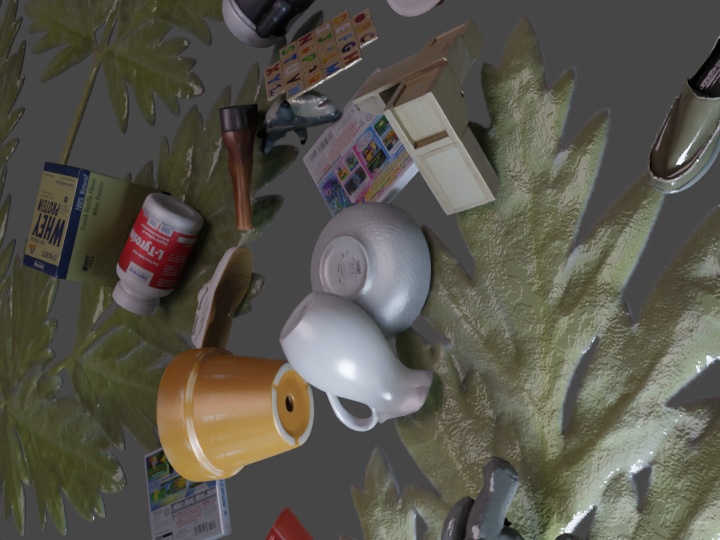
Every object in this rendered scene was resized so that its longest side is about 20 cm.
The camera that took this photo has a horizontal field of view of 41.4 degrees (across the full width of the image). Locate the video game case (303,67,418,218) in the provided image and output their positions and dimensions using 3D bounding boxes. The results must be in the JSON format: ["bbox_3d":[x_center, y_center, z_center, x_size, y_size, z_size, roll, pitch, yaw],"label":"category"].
[{"bbox_3d":[0.008,-0.176,1.450,0.200,0.024,0.183,-47,54,26],"label":"video game case"}]

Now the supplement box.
[{"bbox_3d":[-0.493,-0.078,1.782,0.133,0.198,0.203,13,90,43],"label":"supplement box"}]

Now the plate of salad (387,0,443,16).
[{"bbox_3d":[0.101,-0.474,1.408,0.199,0.048,0.204,-13,74,52],"label":"plate of salad"}]

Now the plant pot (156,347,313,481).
[{"bbox_3d":[-0.177,0.211,1.444,0.181,0.200,0.204,-9,74,25],"label":"plant pot"}]

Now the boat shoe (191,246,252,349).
[{"bbox_3d":[-0.244,0.045,1.609,0.069,0.070,0.203,31,104,40],"label":"boat shoe"}]

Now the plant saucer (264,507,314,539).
[{"bbox_3d":[-0.112,0.494,1.414,0.199,0.036,0.202,40,108,41],"label":"plant saucer"}]

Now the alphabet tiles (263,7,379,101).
[{"bbox_3d":[-0.065,-0.338,1.490,0.198,0.006,0.168,-27,38,13],"label":"alphabet tiles"}]

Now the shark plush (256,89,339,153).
[{"bbox_3d":[-0.116,-0.230,1.537,0.199,0.083,0.091,-38,22,41],"label":"shark plush"}]

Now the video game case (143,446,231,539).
[{"bbox_3d":[-0.299,0.379,1.625,0.199,0.022,0.185,-29,63,37],"label":"video game case"}]

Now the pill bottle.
[{"bbox_3d":[-0.370,-0.027,1.716,0.112,0.111,0.202,39,108,41],"label":"pill bottle"}]

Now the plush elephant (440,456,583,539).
[{"bbox_3d":[0.148,0.351,1.135,0.201,0.164,0.155,-52,2,-19],"label":"plush elephant"}]

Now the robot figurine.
[{"bbox_3d":[-0.143,-0.464,1.588,0.200,0.150,0.125,-42,85,28],"label":"robot figurine"}]

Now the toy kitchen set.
[{"bbox_3d":[0.103,-0.205,1.333,0.162,0.181,0.201,-16,31,37],"label":"toy kitchen set"}]

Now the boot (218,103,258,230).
[{"bbox_3d":[-0.191,-0.175,1.601,0.188,0.067,0.203,-125,28,-76],"label":"boot"}]

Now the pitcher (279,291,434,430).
[{"bbox_3d":[-0.024,0.134,1.308,0.171,0.199,0.122,-42,16,38],"label":"pitcher"}]

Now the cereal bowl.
[{"bbox_3d":[0.000,0.000,1.363,0.198,0.083,0.204,-4,84,39],"label":"cereal bowl"}]

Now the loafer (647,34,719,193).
[{"bbox_3d":[0.378,-0.184,1.067,0.075,0.069,0.202,37,107,41],"label":"loafer"}]
